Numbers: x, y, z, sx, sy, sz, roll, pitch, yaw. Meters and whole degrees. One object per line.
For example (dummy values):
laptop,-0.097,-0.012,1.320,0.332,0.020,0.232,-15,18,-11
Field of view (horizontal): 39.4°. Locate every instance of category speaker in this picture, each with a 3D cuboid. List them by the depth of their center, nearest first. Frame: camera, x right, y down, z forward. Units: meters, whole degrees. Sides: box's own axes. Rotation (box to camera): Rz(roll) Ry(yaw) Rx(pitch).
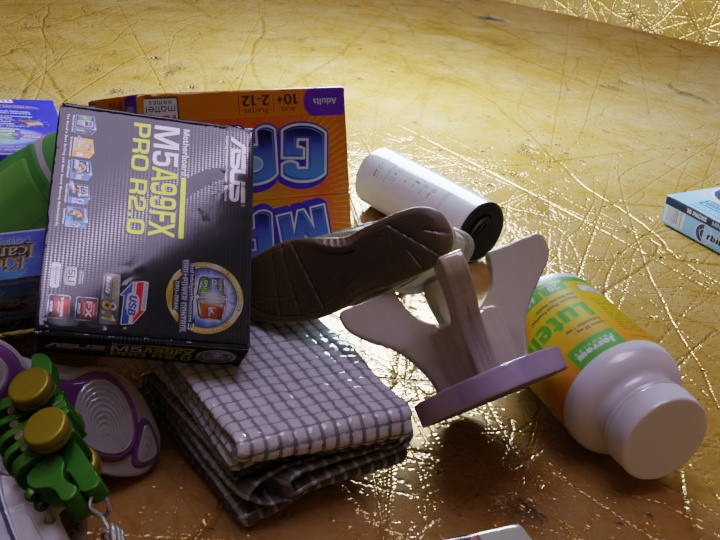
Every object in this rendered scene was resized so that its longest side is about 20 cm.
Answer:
speaker,-0.331,-0.050,0.949,0.200,0.088,0.088,-32,20,17
speaker,0.084,-0.085,1.266,0.081,0.081,0.200,-15,34,-37

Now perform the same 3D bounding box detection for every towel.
towel,-0.070,0.113,0.833,0.165,0.086,0.200,-9,29,-32

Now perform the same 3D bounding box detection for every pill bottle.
pill bottle,0.215,0.094,0.904,0.111,0.111,0.200,-4,28,-21

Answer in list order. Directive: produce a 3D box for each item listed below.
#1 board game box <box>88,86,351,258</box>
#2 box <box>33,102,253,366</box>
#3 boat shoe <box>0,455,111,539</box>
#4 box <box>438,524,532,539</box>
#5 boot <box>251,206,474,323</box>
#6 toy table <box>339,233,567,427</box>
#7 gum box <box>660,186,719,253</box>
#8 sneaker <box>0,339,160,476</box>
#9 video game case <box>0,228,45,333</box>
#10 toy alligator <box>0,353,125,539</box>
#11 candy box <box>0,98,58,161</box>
board game box,-0.142,-0.075,0.995,0.200,0.200,0.200,-7,10,-26
box,-0.168,-0.029,0.801,0.160,0.044,0.200,6,65,-16
boat shoe,-0.214,0.174,0.682,0.086,0.075,0.202,-10,33,-30
box,0.020,0.236,0.553,0.200,0.128,0.109,-5,28,-23
boot,0.000,0.000,0.908,0.200,0.072,0.155,-18,-7,14
toy table,0.087,0.055,0.839,0.184,0.117,0.200,-19,-10,-15
gum box,0.546,-0.064,1.376,0.200,0.045,0.170,-11,31,-30
sneaker,-0.248,0.102,0.776,0.200,0.075,0.100,31,-27,-27
video game case,-0.329,0.017,0.879,0.200,0.046,0.181,-8,-13,-28
toy alligator,-0.202,0.128,0.655,0.054,0.059,0.200,-30,46,-10
candy box,-0.426,-0.136,1.151,0.169,0.077,0.200,-2,28,-21
